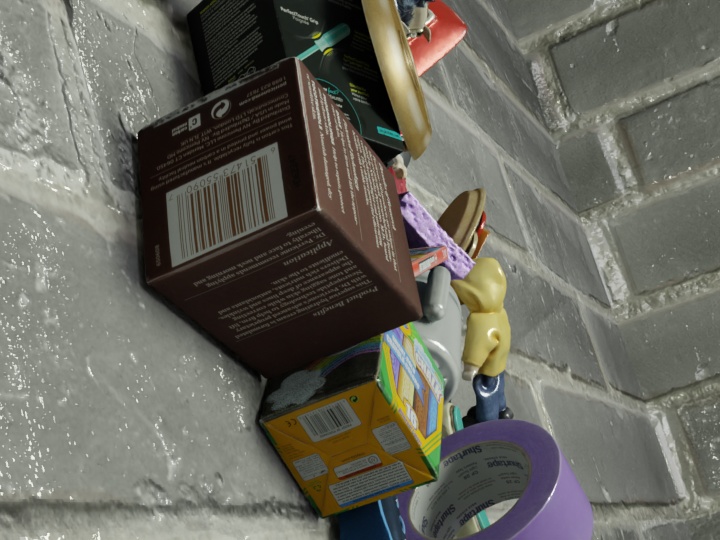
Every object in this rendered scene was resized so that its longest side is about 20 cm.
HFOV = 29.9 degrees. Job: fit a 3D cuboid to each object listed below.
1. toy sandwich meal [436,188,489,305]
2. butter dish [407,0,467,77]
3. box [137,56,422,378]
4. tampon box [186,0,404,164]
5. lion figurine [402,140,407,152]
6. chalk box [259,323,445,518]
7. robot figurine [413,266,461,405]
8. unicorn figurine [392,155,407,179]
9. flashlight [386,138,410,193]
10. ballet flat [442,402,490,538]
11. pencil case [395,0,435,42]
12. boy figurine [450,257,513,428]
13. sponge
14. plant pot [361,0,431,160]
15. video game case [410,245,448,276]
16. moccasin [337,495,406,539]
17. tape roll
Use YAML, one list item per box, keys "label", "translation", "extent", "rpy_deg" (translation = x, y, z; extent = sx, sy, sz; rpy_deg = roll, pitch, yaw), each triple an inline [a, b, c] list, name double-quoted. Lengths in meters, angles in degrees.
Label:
- label: "toy sandwich meal"
  translation: [0.118, -0.009, 1.685]
  extent: [0.070, 0.206, 0.205]
  rpy_deg: [30, 27, -8]
- label: "butter dish"
  translation: [-0.009, -0.262, 1.612]
  extent: [0.199, 0.200, 0.148]
  rpy_deg: [41, -25, 14]
- label: "box"
  translation: [-0.070, -0.039, 1.162]
  extent: [0.200, 0.165, 0.165]
  rpy_deg: [46, 27, -51]
- label: "tampon box"
  translation: [-0.067, -0.190, 1.352]
  extent: [0.149, 0.126, 0.201]
  rpy_deg: [13, 55, -44]
- label: "lion figurine"
  translation: [-0.024, -0.120, 1.471]
  extent: [0.122, 0.201, 0.072]
  rpy_deg: [23, -1, -22]
- label: "chalk box"
  translation: [-0.001, 0.109, 1.264]
  extent: [0.124, 0.124, 0.200]
  rpy_deg: [60, 20, -23]
- label: "robot figurine"
  translation: [0.051, 0.074, 1.432]
  extent: [0.112, 0.170, 0.201]
  rpy_deg: [25, 34, -13]
- label: "unicorn figurine"
  translation: [-0.008, -0.143, 1.603]
  extent: [0.200, 0.074, 0.138]
  rpy_deg: [33, 21, -50]
- label: "flashlight"
  translation: [0.049, -0.113, 1.768]
  extent: [0.068, 0.068, 0.201]
  rpy_deg: [50, 24, -48]
- label: "ballet flat"
  translation: [0.103, 0.248, 1.513]
  extent: [0.069, 0.069, 0.201]
  rpy_deg: [-11, 86, -72]
- label: "pencil case"
  translation: [-0.019, -0.290, 1.498]
  extent: [0.078, 0.198, 0.090]
  rpy_deg: [99, -20, -56]
- label: "boy figurine"
  translation: [0.138, 0.086, 1.542]
  extent: [0.124, 0.064, 0.202]
  rpy_deg: [-41, 128, -61]
- label: "sponge"
  translation: [0.055, -0.036, 1.542]
  extent: [0.112, 0.030, 0.200]
  rpy_deg: [46, -12, -10]
- label: "plant pot"
  translation: [0.039, -0.214, 1.393]
  extent: [0.200, 0.027, 0.201]
  rpy_deg: [-17, 90, -83]
- label: "video game case"
  translation: [0.000, 0.000, 1.365]
  extent: [0.200, 0.142, 0.018]
  rpy_deg: [-25, 108, -72]
- label: "moccasin"
  translation: [0.024, 0.258, 1.226]
  extent: [0.068, 0.080, 0.201]
  rpy_deg: [42, 30, -31]
- label: "tape roll"
  translation: [0.125, 0.247, 1.349]
  extent: [0.085, 0.199, 0.200]
  rpy_deg: [59, 19, -27]
